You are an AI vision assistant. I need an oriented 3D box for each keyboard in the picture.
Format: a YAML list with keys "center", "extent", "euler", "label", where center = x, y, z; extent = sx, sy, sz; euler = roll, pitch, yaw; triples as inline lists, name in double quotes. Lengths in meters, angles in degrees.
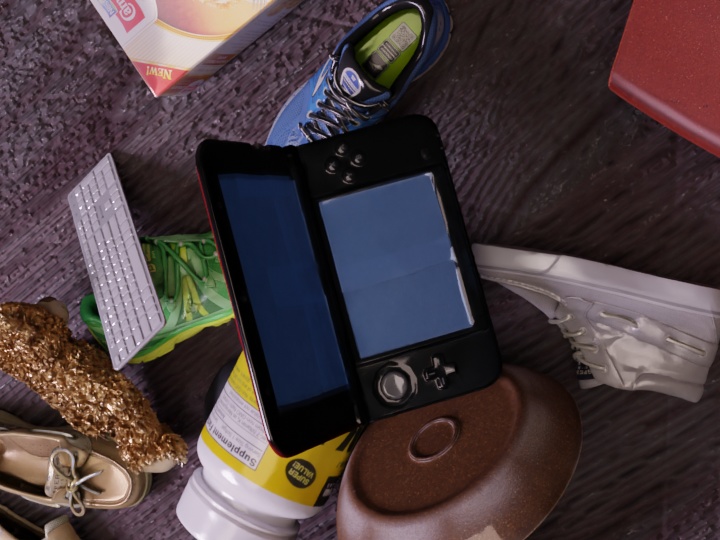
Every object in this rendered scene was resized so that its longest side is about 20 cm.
- center: [-0.194, -0.013, 0.802]
  extent: [0.056, 0.011, 0.201]
  euler: [-45, 47, 20]
  label: "keyboard"

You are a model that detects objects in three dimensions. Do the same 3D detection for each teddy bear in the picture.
- center: [-0.216, 0.091, 0.828]
  extent: [0.199, 0.145, 0.067]
  euler: [41, 83, -1]
  label: "teddy bear"

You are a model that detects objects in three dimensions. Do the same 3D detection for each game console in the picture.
- center: [0.000, 0.000, 0.676]
  extent: [0.169, 0.119, 0.204]
  euler: [-15, 86, -4]
  label: "game console"

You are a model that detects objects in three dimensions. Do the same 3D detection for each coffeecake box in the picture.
- center: [-0.111, -0.252, 0.760]
  extent: [0.199, 0.073, 0.155]
  euler: [-35, 93, 15]
  label: "coffeecake box"

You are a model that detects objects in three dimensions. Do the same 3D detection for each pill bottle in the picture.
- center: [-0.057, 0.117, 0.791]
  extent: [0.113, 0.114, 0.203]
  euler: [28, 93, 5]
  label: "pill bottle"

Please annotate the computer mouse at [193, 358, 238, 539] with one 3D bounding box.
- center: [-0.116, 0.172, 0.870]
  extent: [0.057, 0.034, 0.204]
  euler: [12, 102, 8]
  label: "computer mouse"

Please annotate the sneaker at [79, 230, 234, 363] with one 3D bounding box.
- center: [-0.140, 0.006, 0.814]
  extent: [0.198, 0.083, 0.075]
  euler: [-34, 49, 14]
  label: "sneaker"

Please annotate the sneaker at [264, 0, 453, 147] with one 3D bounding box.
- center: [-0.012, -0.133, 0.766]
  extent: [0.078, 0.089, 0.201]
  euler: [40, 101, 4]
  label: "sneaker"

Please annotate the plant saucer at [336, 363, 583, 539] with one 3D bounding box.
- center: [0.059, 0.130, 0.723]
  extent: [0.198, 0.202, 0.037]
  euler: [-28, 117, 14]
  label: "plant saucer"

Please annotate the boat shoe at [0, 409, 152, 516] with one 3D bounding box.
- center: [-0.279, 0.170, 0.886]
  extent: [0.196, 0.063, 0.075]
  euler: [9, 100, 9]
  label: "boat shoe"

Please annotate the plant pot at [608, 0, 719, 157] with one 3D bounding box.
- center: [0.272, -0.159, 0.667]
  extent: [0.174, 0.199, 0.204]
  euler: [21, 103, 18]
  label: "plant pot"

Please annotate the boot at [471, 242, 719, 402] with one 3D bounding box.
- center: [0.172, 0.041, 0.770]
  extent: [0.196, 0.074, 0.098]
  euler: [13, 95, 8]
  label: "boot"

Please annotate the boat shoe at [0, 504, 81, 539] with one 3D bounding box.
- center: [-0.270, 0.254, 0.899]
  extent: [0.197, 0.072, 0.078]
  euler: [18, 91, 8]
  label: "boat shoe"
